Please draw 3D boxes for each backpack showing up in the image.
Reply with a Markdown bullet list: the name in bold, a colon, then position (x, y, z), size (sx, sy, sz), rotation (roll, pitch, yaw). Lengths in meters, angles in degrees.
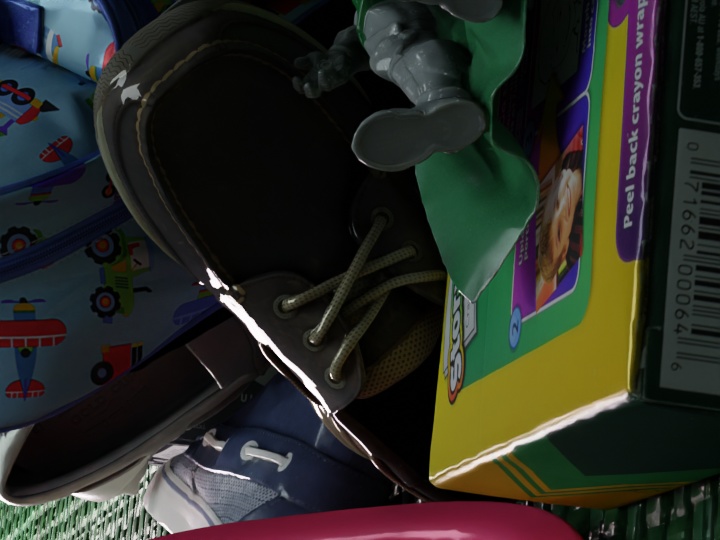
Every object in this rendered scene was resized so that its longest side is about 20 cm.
- **backpack**: position (-0.103, -0.044, 0.876), size (0.182, 0.200, 0.135), rotation (24, 137, 42)

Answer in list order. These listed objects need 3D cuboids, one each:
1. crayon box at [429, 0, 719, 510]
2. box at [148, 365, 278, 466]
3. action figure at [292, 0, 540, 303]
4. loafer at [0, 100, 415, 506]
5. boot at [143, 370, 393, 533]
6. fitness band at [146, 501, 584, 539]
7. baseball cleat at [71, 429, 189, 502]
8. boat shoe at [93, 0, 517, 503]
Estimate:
- **crayon box**: position (0.072, -0.050, 0.712), size (0.173, 0.058, 0.200), rotation (141, 136, -74)
- **box**: position (-0.076, -0.024, 1.172), size (0.122, 0.106, 0.200), rotation (154, 123, -74)
- **action figure**: position (0.013, -0.079, 0.751), size (0.200, 0.055, 0.118), rotation (-101, 19, -72)
- **loafer**: position (-0.049, 0.013, 0.979), size (0.200, 0.070, 0.070), rotation (-40, 21, 12)
- **boot**: position (-0.021, 0.068, 1.018), size (0.090, 0.073, 0.200), rotation (-63, 14, 0)
- **fitness band**: position (-0.030, 0.107, 0.776), size (0.144, 0.200, 0.037), rotation (-37, -63, -59)
- **baseball cleat**: position (-0.075, -0.017, 1.060), size (0.200, 0.106, 0.070), rotation (-62, 21, -16)
- **boat shoe**: position (0.000, 0.000, 0.804), size (0.074, 0.200, 0.073), rotation (-45, 45, -3)
